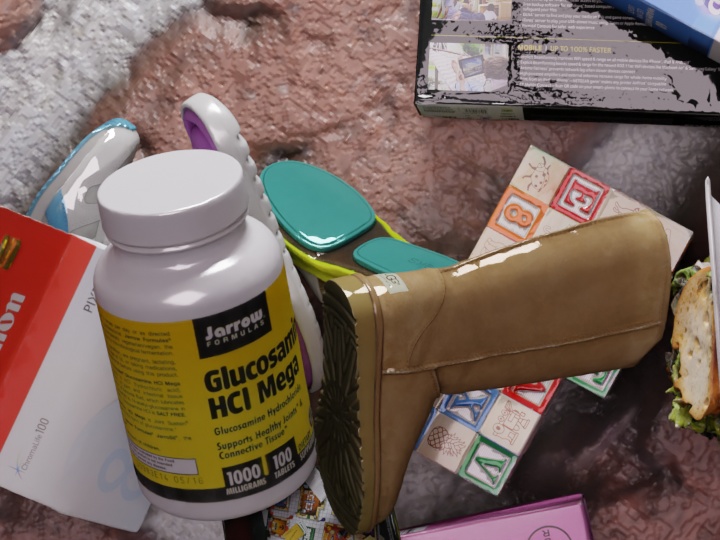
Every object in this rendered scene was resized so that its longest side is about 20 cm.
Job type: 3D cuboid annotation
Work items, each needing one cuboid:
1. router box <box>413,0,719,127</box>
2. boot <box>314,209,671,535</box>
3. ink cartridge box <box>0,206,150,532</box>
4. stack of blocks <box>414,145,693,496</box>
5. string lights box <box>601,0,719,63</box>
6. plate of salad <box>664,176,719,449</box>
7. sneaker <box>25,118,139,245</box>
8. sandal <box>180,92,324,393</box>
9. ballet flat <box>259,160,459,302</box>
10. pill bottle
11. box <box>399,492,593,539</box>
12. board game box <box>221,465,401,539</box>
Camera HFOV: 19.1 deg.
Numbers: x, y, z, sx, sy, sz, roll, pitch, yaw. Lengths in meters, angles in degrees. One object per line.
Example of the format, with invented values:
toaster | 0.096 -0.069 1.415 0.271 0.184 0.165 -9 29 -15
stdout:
router box | 0.137 -0.169 1.344 0.199 0.051 0.150 3 85 6
boot | 0.078 0.061 1.236 0.200 0.066 0.175 -10 126 -21
ink cartridge box | -0.174 0.063 1.296 0.047 0.200 0.160 26 90 35
stack of blocks | 0.110 0.039 1.331 0.115 0.059 0.200 29 90 8
string lights box | 0.175 -0.208 1.287 0.200 0.059 0.103 30 88 8
plate of salad | 0.201 0.046 1.250 0.048 0.200 0.201 -5 86 10
sneaker | -0.182 -0.001 1.365 0.081 0.077 0.200 26 97 0
sandal | -0.078 -0.012 1.325 0.050 0.082 0.203 -25 108 -16
ballet flat | 0.000 0.000 1.322 0.067 0.067 0.200 -25 40 -31
pill bottle | -0.094 0.037 1.257 0.112 0.113 0.200 -7 118 6
box | 0.069 0.251 1.305 0.175 0.097 0.200 -11 86 6
board game box | -0.021 0.191 1.228 0.105 0.023 0.200 -13 40 1
